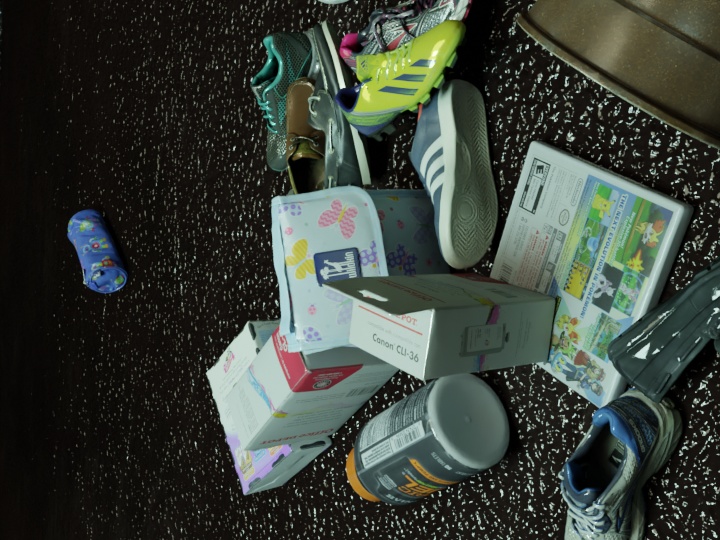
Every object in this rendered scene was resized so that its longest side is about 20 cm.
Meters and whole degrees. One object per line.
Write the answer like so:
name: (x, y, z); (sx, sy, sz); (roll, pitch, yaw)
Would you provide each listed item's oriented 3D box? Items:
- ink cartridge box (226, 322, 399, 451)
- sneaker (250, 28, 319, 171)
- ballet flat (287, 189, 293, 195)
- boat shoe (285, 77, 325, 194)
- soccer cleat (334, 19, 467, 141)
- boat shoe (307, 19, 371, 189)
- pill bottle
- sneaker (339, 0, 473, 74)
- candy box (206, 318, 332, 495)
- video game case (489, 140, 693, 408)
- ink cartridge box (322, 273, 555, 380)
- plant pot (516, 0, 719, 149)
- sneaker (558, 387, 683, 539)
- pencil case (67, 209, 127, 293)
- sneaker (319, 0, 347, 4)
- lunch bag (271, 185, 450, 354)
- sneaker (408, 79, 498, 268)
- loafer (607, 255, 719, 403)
ink cartridge box: (-0.060, 0.136, 1.056); (0.200, 0.147, 0.086); (-49, 54, 42)
sneaker: (-0.112, -0.234, 1.151); (0.078, 0.091, 0.201); (38, 122, 47)
ballet flat: (-0.081, -0.027, 1.140); (0.200, 0.064, 0.067); (67, 152, 25)
boat shoe: (-0.060, -0.152, 1.086); (0.072, 0.068, 0.201); (-11, 91, 15)
soccer cleat: (0.036, -0.206, 0.889); (0.200, 0.084, 0.065); (-34, 21, 56)
boat shoe: (-0.035, -0.196, 1.017); (0.072, 0.067, 0.201); (-69, -31, -70)
pill bottle: (0.063, 0.193, 0.928); (0.200, 0.106, 0.107); (-42, 59, 47)
sneaker: (0.052, -0.264, 0.919); (0.200, 0.075, 0.081); (-33, 34, 48)
candy box: (-0.138, 0.196, 1.228); (0.168, 0.071, 0.200); (-47, 56, 44)
video game case: (0.201, 0.000, 0.800); (0.182, 0.022, 0.201); (37, 120, 47)
ink cartridge box: (0.070, 0.048, 0.791); (0.116, 0.200, 0.068); (20, 108, 52)
plant pot: (0.246, -0.217, 0.595); (0.200, 0.200, 0.199); (52, 124, 38)
sneaker: (0.207, 0.195, 0.749); (0.077, 0.085, 0.201); (33, 118, 48)
pencil case: (-0.554, -0.038, 1.767); (0.200, 0.087, 0.078); (57, 157, 36)
sneaker: (-0.037, -0.387, 1.008); (0.199, 0.129, 0.080); (-7, 86, 54)
lunch bag: (0.000, 0.000, 0.922); (0.127, 0.200, 0.170); (-15, 80, 53)
sneaker: (0.091, -0.097, 0.903); (0.084, 0.075, 0.201); (-14, 71, 51)
loafer: (0.282, 0.033, 0.662); (0.070, 0.068, 0.201); (51, 131, 14)
